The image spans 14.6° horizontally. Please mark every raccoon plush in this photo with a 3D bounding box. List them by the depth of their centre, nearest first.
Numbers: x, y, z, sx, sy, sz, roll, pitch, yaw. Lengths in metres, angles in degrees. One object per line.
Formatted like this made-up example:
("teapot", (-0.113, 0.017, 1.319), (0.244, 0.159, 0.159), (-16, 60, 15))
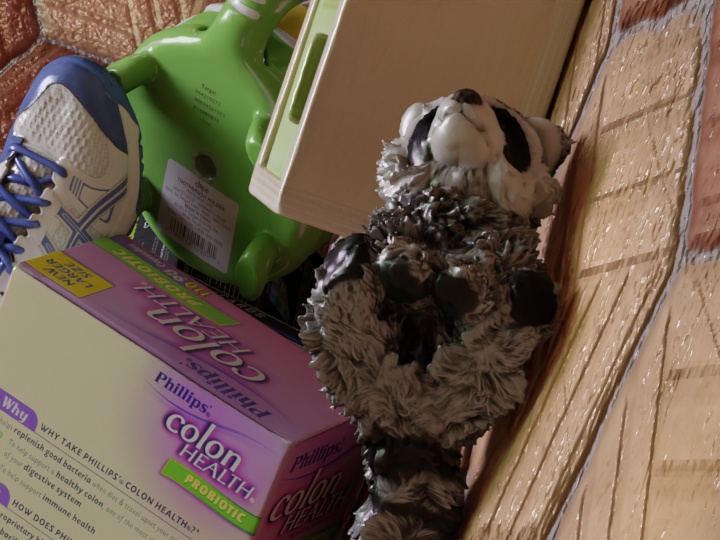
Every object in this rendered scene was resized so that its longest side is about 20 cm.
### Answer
("raccoon plush", (0.023, 0.018, 1.164), (0.134, 0.097, 0.200), (-70, 4, -55))

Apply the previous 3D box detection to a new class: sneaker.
("sneaker", (-0.172, -0.011, 1.438), (0.088, 0.075, 0.200), (-15, -56, -61))

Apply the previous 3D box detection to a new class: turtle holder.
("turtle holder", (-0.057, -0.091, 1.479), (0.132, 0.141, 0.186), (-35, -60, -42))

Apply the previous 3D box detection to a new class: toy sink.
("toy sink", (0.029, -0.110, 1.296), (0.130, 0.112, 0.200), (-138, 67, -80))

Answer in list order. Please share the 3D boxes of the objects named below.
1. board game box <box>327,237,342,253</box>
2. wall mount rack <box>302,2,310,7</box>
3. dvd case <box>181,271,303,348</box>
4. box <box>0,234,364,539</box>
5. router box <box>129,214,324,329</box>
("board game box", (0.000, 0.000, 1.525), (0.120, 0.032, 0.200), (164, 124, -74))
("wall mount rack", (-0.052, -0.081, 1.875), (0.174, 0.074, 0.200), (-76, 9, -48))
("dvd case", (-0.102, 0.079, 1.476), (0.025, 0.200, 0.151), (-9, -58, -60))
("box", (-0.111, 0.115, 1.411), (0.097, 0.176, 0.200), (-19, -44, -58))
("router box", (-0.088, 0.025, 1.619), (0.062, 0.150, 0.200), (-15, 41, 24))
